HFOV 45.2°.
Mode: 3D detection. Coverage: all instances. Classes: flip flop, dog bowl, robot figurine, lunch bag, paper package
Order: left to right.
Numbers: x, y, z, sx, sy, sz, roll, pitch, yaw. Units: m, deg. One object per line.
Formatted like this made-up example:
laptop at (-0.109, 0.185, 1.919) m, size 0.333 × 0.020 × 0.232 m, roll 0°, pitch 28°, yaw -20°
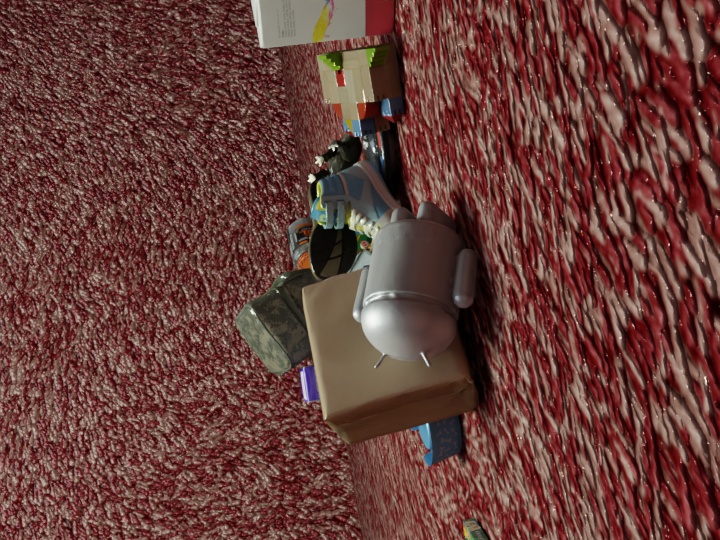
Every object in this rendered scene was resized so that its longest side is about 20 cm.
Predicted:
lunch bag at (-0.108, 0.078, 1.487) m, size 0.140 × 0.167 × 0.200 m, roll 54°, pitch 161°, yaw 3°
flip flop at (-0.053, -0.063, 1.415) m, size 0.058 × 0.081 × 0.201 m, roll 110°, pitch 156°, yaw -53°
paper package at (0.035, 0.099, 1.110) m, size 0.104 × 0.190 × 0.201 m, roll 66°, pitch -171°, yaw -55°
robot figurine at (0.063, 0.020, 1.016) m, size 0.113 × 0.169 × 0.201 m, roll 33°, pitch -124°, yaw -39°
dog bowl at (0.105, 0.207, 1.294) m, size 0.200 × 0.049 × 0.112 m, roll -115°, pitch 18°, yaw -68°

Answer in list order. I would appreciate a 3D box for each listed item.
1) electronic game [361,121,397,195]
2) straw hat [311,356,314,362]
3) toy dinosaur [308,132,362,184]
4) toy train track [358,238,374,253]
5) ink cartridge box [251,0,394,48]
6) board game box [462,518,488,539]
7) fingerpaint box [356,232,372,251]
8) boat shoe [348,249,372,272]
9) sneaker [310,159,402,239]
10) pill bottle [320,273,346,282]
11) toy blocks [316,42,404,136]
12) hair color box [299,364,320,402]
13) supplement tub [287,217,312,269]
electronic game at (0.026, -0.209, 1.448) m, size 0.200 × 0.041 × 0.201 m, roll 172°, pitch 90°, yaw -83°
straw hat at (-0.002, 0.115, 1.585) m, size 0.201 × 0.200 × 0.085 m, roll -109°, pitch 28°, yaw -55°
toy dinosaur at (-0.032, -0.190, 1.504) m, size 0.102 × 0.077 × 0.201 m, roll -30°, pitch -52°, yaw -55°
toy train track at (0.000, 0.000, 1.491) m, size 0.115 × 0.032 × 0.201 m, roll 94°, pitch -168°, yaw -62°
ink cartridge box at (-0.062, -0.429, 1.245) m, size 0.145 × 0.199 × 0.146 m, roll 90°, pitch 169°, yaw -51°
board game box at (0.172, 0.413, 1.116) m, size 0.200 × 0.023 × 0.105 m, roll -133°, pitch 37°, yaw -77°
fingerpaint box at (-0.002, -0.079, 1.693) m, size 0.200 × 0.073 × 0.168 m, roll -119°, pitch 21°, yaw -66°
boat shoe at (0.036, 0.021, 1.335) m, size 0.071 × 0.091 × 0.200 m, roll -58°, pitch 14°, yaw -8°
sneaker at (-0.002, -0.075, 1.355) m, size 0.200 × 0.130 × 0.080 m, roll 58°, pitch 155°, yaw 28°
pill bottle at (-0.008, 0.111, 1.257) m, size 0.112 × 0.112 × 0.201 m, roll 102°, pitch 143°, yaw -71°
toy blocks at (0.002, -0.267, 1.315) m, size 0.200 × 0.100 × 0.137 m, roll 16°, pitch 120°, yaw 58°
hair color box at (0.001, 0.176, 1.466) m, size 0.109 × 0.199 × 0.065 m, roll 138°, pitch 125°, yaw -80°
supplement tub at (-0.170, -0.073, 2.835) m, size 0.200 × 0.122 × 0.123 m, roll -109°, pitch 12°, yaw -51°
